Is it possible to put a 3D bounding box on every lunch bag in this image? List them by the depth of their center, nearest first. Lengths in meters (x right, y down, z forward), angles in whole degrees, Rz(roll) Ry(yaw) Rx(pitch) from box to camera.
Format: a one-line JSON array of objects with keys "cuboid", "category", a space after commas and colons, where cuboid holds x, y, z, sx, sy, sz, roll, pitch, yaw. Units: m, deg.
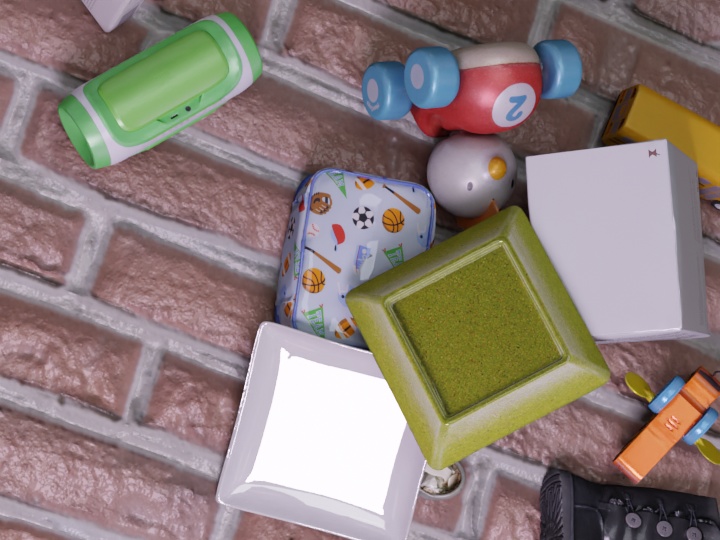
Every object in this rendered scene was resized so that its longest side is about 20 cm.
[{"cuboid": [0.000, 0.000, 1.712, 0.160, 0.076, 0.201, 11, 81, -18], "category": "lunch bag"}]

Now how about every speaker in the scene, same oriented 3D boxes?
[{"cuboid": [-0.200, -0.182, 1.663, 0.200, 0.088, 0.089, -32, 94, -17], "category": "speaker"}]

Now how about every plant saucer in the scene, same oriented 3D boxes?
[{"cuboid": [0.111, 0.061, 1.601, 0.199, 0.048, 0.200, -28, 78, 0], "category": "plant saucer"}]

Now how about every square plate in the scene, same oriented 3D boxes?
[{"cuboid": [-0.027, 0.166, 1.666, 0.199, 0.028, 0.199, 15, 102, 0], "category": "square plate"}]

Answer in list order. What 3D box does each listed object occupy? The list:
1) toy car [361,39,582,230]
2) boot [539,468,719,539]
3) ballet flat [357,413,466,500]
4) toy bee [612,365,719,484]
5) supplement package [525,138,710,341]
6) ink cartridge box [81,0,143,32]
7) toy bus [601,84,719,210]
[{"cuboid": [0.123, -0.128, 1.711, 0.184, 0.177, 0.201, -8, 91, -28], "category": "toy car"}, {"cuboid": [0.290, 0.306, 1.763, 0.199, 0.066, 0.165, 15, 65, -17], "category": "boot"}, {"cuboid": [0.030, 0.166, 1.710, 0.200, 0.064, 0.067, 39, 76, -10], "category": "ballet flat"}, {"cuboid": [0.360, 0.151, 1.799, 0.199, 0.109, 0.131, -26, 85, 10], "category": "toy bee"}, {"cuboid": [0.269, -0.023, 1.707, 0.147, 0.200, 0.192, -5, 85, 20], "category": "supplement package"}, {"cuboid": [-0.269, -0.331, 1.594, 0.045, 0.200, 0.176, -39, 97, -17], "category": "ink cartridge box"}, {"cuboid": [0.367, -0.131, 1.832, 0.199, 0.078, 0.065, 26, 78, -13], "category": "toy bus"}]
